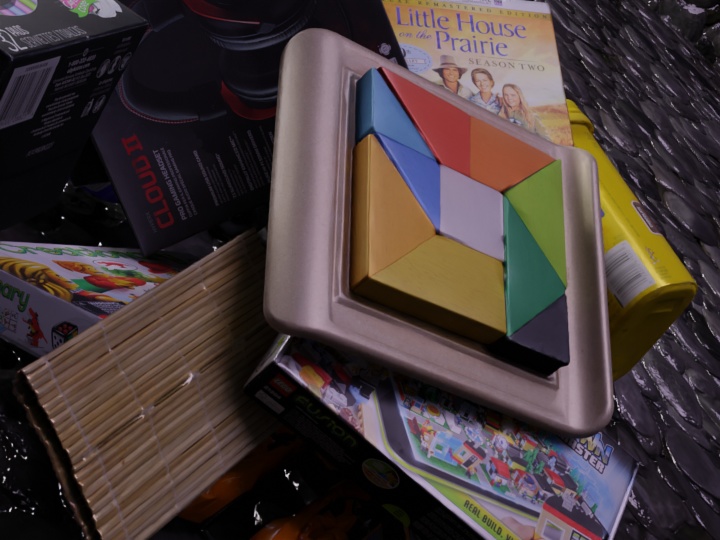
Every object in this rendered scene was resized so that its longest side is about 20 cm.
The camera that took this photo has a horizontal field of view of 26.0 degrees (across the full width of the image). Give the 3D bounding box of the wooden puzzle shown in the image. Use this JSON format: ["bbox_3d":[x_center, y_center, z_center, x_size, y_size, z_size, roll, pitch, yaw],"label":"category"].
[{"bbox_3d":[0.048,-0.023,0.809,0.198,0.037,0.187,19,54,-25],"label":"wooden puzzle"}]

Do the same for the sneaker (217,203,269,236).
[{"bbox_3d":[-0.123,-0.101,1.031,0.199,0.074,0.085,38,24,-16],"label":"sneaker"}]

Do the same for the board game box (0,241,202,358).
[{"bbox_3d":[-0.113,0.022,0.825,0.125,0.035,0.199,22,10,30],"label":"board game box"}]

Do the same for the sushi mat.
[{"bbox_3d":[-0.082,0.053,0.730,0.200,0.012,0.096,-36,107,-58],"label":"sushi mat"}]

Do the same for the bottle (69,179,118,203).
[{"bbox_3d":[-0.200,-0.120,0.929,0.199,0.065,0.084,34,59,-26],"label":"bottle"}]

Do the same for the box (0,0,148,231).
[{"bbox_3d":[-0.237,-0.119,0.770,0.199,0.125,0.148,35,22,7],"label":"box"}]

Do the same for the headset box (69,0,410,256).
[{"bbox_3d":[-0.080,-0.109,0.884,0.075,0.198,0.150,-135,-158,-80],"label":"headset box"}]

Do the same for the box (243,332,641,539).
[{"bbox_3d":[0.046,0.080,0.793,0.200,0.035,0.110,40,47,-9],"label":"box"}]

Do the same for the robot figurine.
[{"bbox_3d":[-0.031,0.114,0.843,0.145,0.058,0.200,51,23,7],"label":"robot figurine"}]

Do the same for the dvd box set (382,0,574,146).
[{"bbox_3d":[0.071,-0.103,1.050,0.145,0.029,0.202,4,57,-13],"label":"dvd box set"}]

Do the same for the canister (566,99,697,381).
[{"bbox_3d":[0.177,-0.020,1.308,0.086,0.149,0.201,-5,53,-39],"label":"canister"}]
